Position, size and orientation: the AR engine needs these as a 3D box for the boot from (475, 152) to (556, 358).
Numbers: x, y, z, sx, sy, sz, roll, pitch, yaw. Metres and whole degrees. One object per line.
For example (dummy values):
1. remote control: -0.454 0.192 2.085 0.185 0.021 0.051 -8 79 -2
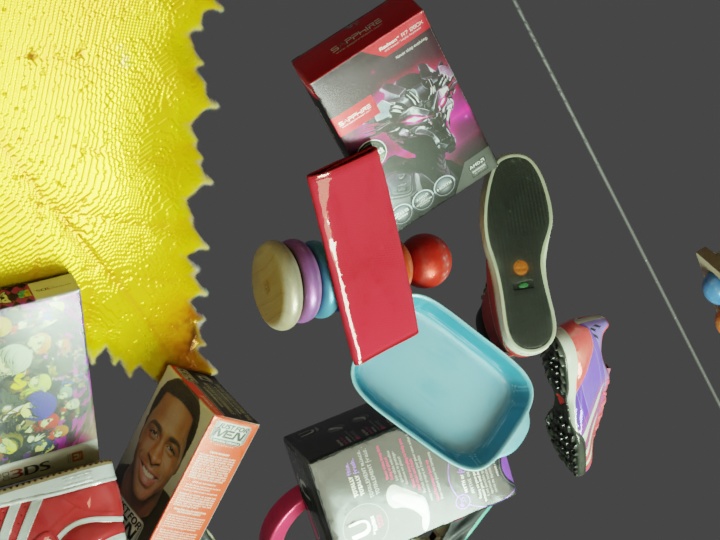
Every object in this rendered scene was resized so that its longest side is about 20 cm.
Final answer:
1. boot: 0.144 -0.011 1.724 0.072 0.144 0.201 -3 84 -9

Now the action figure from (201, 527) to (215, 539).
1. action figure: -0.143 0.321 1.757 0.200 0.119 0.102 51 47 -34

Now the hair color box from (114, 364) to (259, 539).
1. hair color box: -0.185 0.204 1.655 0.061 0.101 0.201 19 104 -41

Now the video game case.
1. video game case: -0.337 0.112 1.576 0.181 0.036 0.201 -14 125 -21

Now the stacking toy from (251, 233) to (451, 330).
1. stacking toy: 0.000 0.000 1.652 0.199 0.085 0.086 -10 124 -26

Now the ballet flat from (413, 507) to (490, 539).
1. ballet flat: 0.084 0.287 1.855 0.073 0.073 0.200 41 76 -38

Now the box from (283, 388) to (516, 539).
1. box: 0.039 0.199 1.756 0.199 0.106 0.123 -20 105 -14

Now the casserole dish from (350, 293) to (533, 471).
1. casserole dish: 0.076 0.109 1.684 0.200 0.039 0.121 37 81 -12

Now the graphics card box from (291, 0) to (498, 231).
1. graphics card box: 0.035 -0.143 1.594 0.125 0.051 0.200 -33 129 -4

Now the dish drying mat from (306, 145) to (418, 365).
1. dish drying mat: 0.004 -0.013 1.598 0.077 0.018 0.201 -27 121 -24

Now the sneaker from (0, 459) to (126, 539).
1. sneaker: -0.315 0.258 1.613 0.199 0.071 0.113 -17 85 0

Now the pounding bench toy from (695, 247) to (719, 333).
1. pounding bench toy: 0.473 0.046 1.885 0.156 0.124 0.200 -32 129 -5

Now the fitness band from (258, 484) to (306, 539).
1. fitness band: -0.029 0.303 1.854 0.143 0.037 0.200 -30 128 -3

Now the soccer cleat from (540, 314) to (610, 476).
1. soccer cleat: 0.242 0.138 1.867 0.073 0.068 0.201 -22 125 -18
